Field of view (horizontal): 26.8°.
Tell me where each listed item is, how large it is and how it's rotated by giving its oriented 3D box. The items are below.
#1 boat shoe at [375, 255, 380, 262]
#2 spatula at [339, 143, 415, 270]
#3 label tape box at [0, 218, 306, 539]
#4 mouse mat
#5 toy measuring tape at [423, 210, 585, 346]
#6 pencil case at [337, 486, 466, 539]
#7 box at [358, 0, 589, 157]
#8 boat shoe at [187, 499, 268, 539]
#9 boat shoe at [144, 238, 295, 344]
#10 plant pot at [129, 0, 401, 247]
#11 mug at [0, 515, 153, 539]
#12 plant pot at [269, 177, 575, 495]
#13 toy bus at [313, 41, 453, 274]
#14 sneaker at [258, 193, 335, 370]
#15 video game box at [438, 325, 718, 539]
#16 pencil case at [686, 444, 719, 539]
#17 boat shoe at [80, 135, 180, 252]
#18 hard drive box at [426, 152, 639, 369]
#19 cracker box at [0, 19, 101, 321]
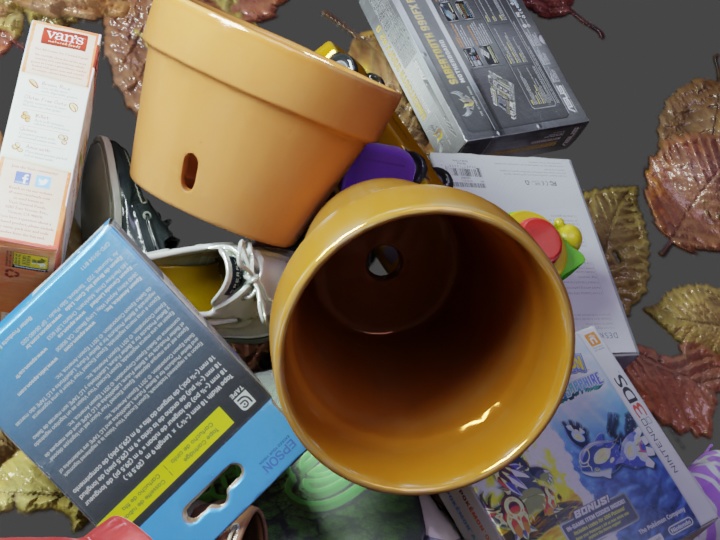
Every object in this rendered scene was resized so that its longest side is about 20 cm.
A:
[{"bbox_3d":[0.022,-0.051,1.288,0.062,0.075,0.202,3,52,-28],"label":"boat shoe"},{"bbox_3d":[0.000,0.000,1.163,0.056,0.021,0.203,10,87,14],"label":"spatula"},{"bbox_3d":[-0.152,0.088,1.012,0.144,0.063,0.200,-43,100,-4],"label":"label tape box"},{"bbox_3d":[-0.063,0.147,1.098,0.197,0.008,0.163,-12,63,-5],"label":"mouse mat"},{"bbox_3d":[0.104,0.003,1.202,0.199,0.074,0.074,-30,76,-33],"label":"toy measuring tape"},{"bbox_3d":[0.061,0.220,1.127,0.200,0.089,0.078,44,93,5],"label":"pencil case"},{"bbox_3d":[0.109,-0.200,1.448,0.157,0.048,0.202,-13,66,-33],"label":"box"},{"bbox_3d":[-0.090,0.250,1.001,0.076,0.071,0.203,25,57,-62],"label":"boat shoe"},{"bbox_3d":[-0.098,0.008,1.097,0.200,0.086,0.076,2,74,-31],"label":"boat shoe"},{"bbox_3d":[-0.085,-0.108,1.132,0.198,0.141,0.200,23,7,-3],"label":"plant pot"},{"bbox_3d":[-0.193,0.237,0.888,0.199,0.179,0.133,-38,51,-25],"label":"mug"},{"bbox_3d":[0.029,0.023,1.047,0.198,0.202,0.184,19,16,-16],"label":"plant pot"},{"bbox_3d":[0.012,-0.088,1.223,0.201,0.078,0.065,56,16,23],"label":"toy bus"},{"bbox_3d":[-0.047,0.009,1.215,0.089,0.066,0.202,13,57,-23],"label":"sneaker"},{"bbox_3d":[0.151,0.150,1.140,0.198,0.047,0.183,-18,65,-37],"label":"video game box"},{"bbox_3d":[0.247,0.211,1.236,0.198,0.085,0.085,-15,44,-36],"label":"pencil case"},{"bbox_3d":[-0.168,-0.010,1.157,0.065,0.075,0.201,0,60,-30],"label":"boat shoe"},{"bbox_3d":[0.133,0.004,1.309,0.154,0.077,0.202,1,59,-28],"label":"hard drive box"},{"bbox_3d":[-0.237,-0.063,1.111,0.057,0.134,0.202,10,55,-10],"label":"cracker box"}]
